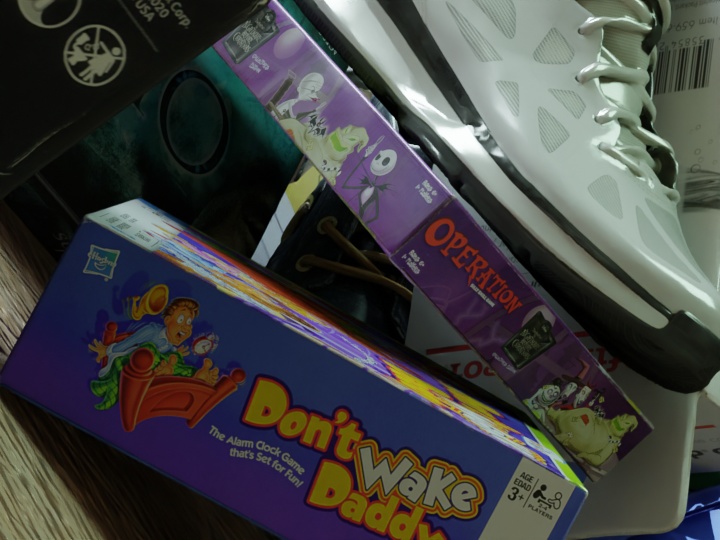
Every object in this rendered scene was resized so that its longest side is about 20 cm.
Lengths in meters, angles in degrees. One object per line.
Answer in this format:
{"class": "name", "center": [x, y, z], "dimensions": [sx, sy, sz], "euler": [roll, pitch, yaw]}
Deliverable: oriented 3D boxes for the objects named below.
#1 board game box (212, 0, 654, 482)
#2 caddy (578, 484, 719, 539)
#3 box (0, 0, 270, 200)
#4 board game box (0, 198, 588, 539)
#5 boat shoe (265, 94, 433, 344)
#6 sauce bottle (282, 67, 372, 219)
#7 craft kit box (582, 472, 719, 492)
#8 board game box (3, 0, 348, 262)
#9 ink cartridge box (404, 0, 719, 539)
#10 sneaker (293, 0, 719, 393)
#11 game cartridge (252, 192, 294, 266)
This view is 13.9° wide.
{"class": "board game box", "center": [0.003, -0.030, 0.869], "dimensions": [0.120, 0.032, 0.200], "euler": [41, 6, -42]}
{"class": "caddy", "center": [0.088, 0.136, 0.968], "dimensions": [0.105, 0.141, 0.200], "euler": [58, 2, 22]}
{"class": "box", "center": [-0.107, -0.097, 0.667], "dimensions": [0.123, 0.106, 0.200], "euler": [54, 0, -21]}
{"class": "board game box", "center": [-0.017, 0.034, 0.775], "dimensions": [0.134, 0.045, 0.200], "euler": [29, 2, -2]}
{"class": "boat shoe", "center": [0.000, 0.000, 0.976], "dimensions": [0.071, 0.091, 0.200], "euler": [26, 25, -3]}
{"class": "sauce bottle", "center": [-0.009, -0.016, 1.153], "dimensions": [0.065, 0.064, 0.201], "euler": [52, 35, -62]}
{"class": "craft kit box", "center": [0.123, 0.082, 1.089], "dimensions": [0.197, 0.049, 0.200], "euler": [27, -18, 9]}
{"class": "board game box", "center": [-0.082, -0.082, 0.922], "dimensions": [0.028, 0.136, 0.200], "euler": [1, -37, 38]}
{"class": "ink cartridge box", "center": [0.081, 0.000, 0.932], "dimensions": [0.067, 0.115, 0.201], "euler": [33, 59, -46]}
{"class": "sneaker", "center": [0.071, -0.062, 0.875], "dimensions": [0.201, 0.115, 0.076], "euler": [51, 4, 35]}
{"class": "game cartridge", "center": [-0.072, -0.037, 1.084], "dimensions": [0.129, 0.038, 0.201], "euler": [26, 32, -46]}
